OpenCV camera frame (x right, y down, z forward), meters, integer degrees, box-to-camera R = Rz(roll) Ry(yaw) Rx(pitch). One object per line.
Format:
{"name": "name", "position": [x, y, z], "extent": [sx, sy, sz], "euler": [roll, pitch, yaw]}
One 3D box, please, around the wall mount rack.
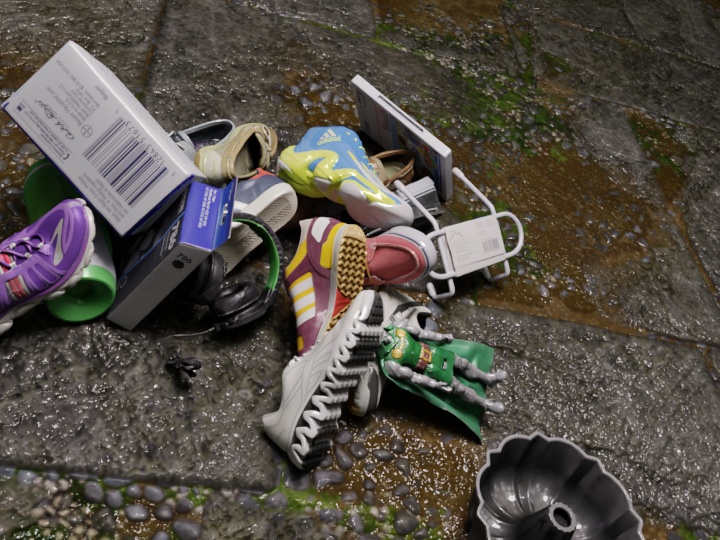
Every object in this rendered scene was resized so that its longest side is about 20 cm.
{"name": "wall mount rack", "position": [0.134, -0.059, 1.090], "extent": [0.197, 0.074, 0.178], "euler": [-15, 90, -35]}

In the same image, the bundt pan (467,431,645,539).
{"name": "bundt pan", "position": [0.200, 0.281, 0.823], "extent": [0.197, 0.077, 0.205], "euler": [12, 44, -11]}

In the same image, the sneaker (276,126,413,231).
{"name": "sneaker", "position": [-0.007, -0.129, 0.982], "extent": [0.197, 0.076, 0.106], "euler": [26, 69, 13]}

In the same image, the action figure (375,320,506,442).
{"name": "action figure", "position": [0.086, 0.111, 0.899], "extent": [0.197, 0.054, 0.121], "euler": [26, 57, -26]}

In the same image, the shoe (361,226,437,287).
{"name": "shoe", "position": [0.000, 0.000, 0.959], "extent": [0.090, 0.197, 0.073], "euler": [-34, 111, -38]}

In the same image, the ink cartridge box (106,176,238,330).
{"name": "ink cartridge box", "position": [-0.212, -0.025, 0.859], "extent": [0.039, 0.199, 0.101], "euler": [32, 36, -30]}

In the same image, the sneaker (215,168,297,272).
{"name": "sneaker", "position": [-0.177, -0.057, 0.974], "extent": [0.198, 0.076, 0.084], "euler": [-35, 56, -19]}

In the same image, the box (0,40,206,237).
{"name": "box", "position": [-0.283, -0.143, 0.889], "extent": [0.185, 0.105, 0.200], "euler": [48, -1, -8]}

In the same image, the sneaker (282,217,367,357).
{"name": "sneaker", "position": [-0.052, 0.040, 0.910], "extent": [0.089, 0.205, 0.074], "euler": [13, 0, 35]}

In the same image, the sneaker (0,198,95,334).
{"name": "sneaker", "position": [-0.356, -0.001, 0.785], "extent": [0.199, 0.083, 0.081], "euler": [-40, 64, 1]}

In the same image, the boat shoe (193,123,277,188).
{"name": "boat shoe", "position": [-0.158, -0.162, 1.080], "extent": [0.062, 0.075, 0.200], "euler": [1, 18, 21]}

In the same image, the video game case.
{"name": "video game case", "position": [0.067, -0.207, 1.212], "extent": [0.018, 0.144, 0.200], "euler": [-43, 70, -11]}

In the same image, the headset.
{"name": "headset", "position": [-0.159, 0.026, 0.888], "extent": [0.123, 0.093, 0.202], "euler": [43, 68, -28]}

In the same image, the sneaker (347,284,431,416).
{"name": "sneaker", "position": [0.041, 0.098, 0.936], "extent": [0.086, 0.076, 0.202], "euler": [21, 43, -1]}

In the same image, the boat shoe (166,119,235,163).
{"name": "boat shoe", "position": [-0.253, -0.164, 1.070], "extent": [0.070, 0.072, 0.199], "euler": [40, 45, 18]}

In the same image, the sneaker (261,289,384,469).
{"name": "sneaker", "position": [-0.041, 0.106, 0.826], "extent": [0.080, 0.203, 0.075], "euler": [29, 2, 27]}

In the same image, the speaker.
{"name": "speaker", "position": [-0.341, -0.041, 0.900], "extent": [0.087, 0.089, 0.202], "euler": [-5, 50, -27]}

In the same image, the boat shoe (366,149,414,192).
{"name": "boat shoe", "position": [0.008, -0.139, 1.157], "extent": [0.198, 0.075, 0.076], "euler": [-27, 61, -40]}

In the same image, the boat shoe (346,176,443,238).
{"name": "boat shoe", "position": [0.048, -0.070, 1.109], "extent": [0.198, 0.072, 0.072], "euler": [-31, 86, -30]}

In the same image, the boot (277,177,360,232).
{"name": "boot", "position": [-0.067, -0.081, 1.029], "extent": [0.198, 0.076, 0.097], "euler": [-32, 48, -15]}
